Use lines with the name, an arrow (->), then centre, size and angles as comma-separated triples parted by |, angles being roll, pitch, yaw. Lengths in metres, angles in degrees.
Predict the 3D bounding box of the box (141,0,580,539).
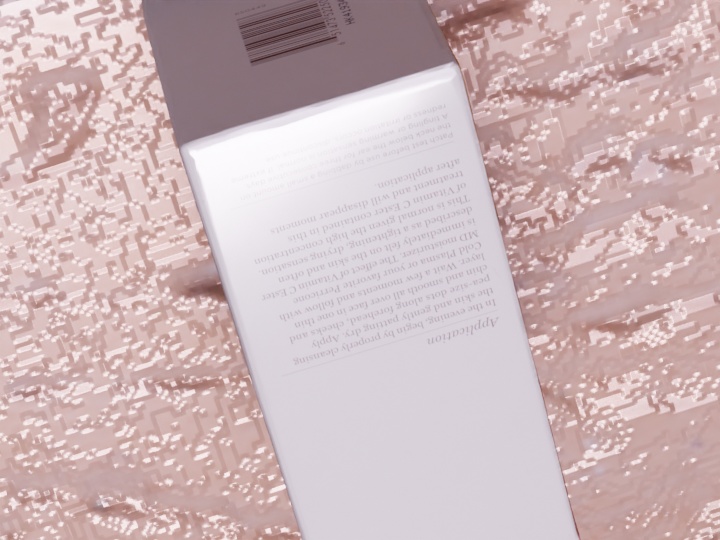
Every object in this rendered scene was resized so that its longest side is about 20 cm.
box -> 0.000, 0.000, 1.058 | 0.097, 0.124, 0.200 | -17, 121, -2
